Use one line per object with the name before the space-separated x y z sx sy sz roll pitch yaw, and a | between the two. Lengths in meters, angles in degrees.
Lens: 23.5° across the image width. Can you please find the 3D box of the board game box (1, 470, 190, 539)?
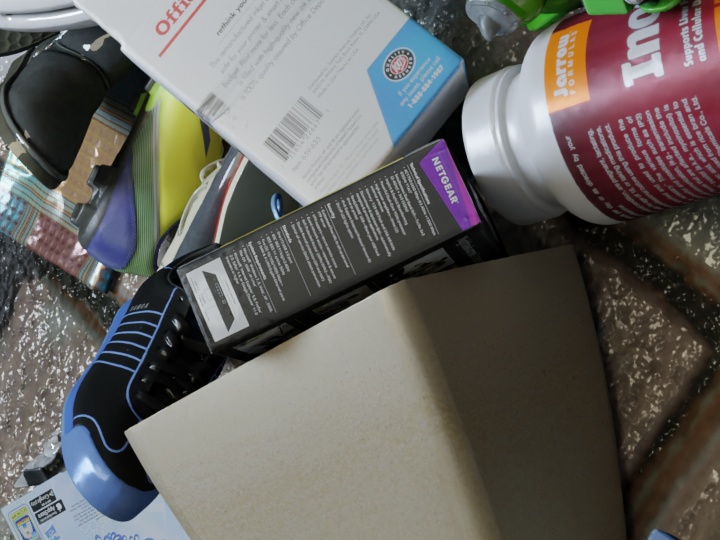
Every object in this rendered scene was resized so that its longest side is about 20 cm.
board game box | -0.109 0.197 1.082 0.199 0.043 0.200 -30 83 32

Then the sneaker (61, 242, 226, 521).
sneaker | -0.115 0.055 0.997 0.078 0.070 0.201 -41 23 27

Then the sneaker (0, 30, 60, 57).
sneaker | -0.235 -0.249 1.220 0.146 0.077 0.202 36 75 32

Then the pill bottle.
pill bottle | 0.156 -0.089 0.895 0.199 0.112 0.114 -17 74 35

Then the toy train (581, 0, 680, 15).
toy train | 0.169 -0.192 0.873 0.056 0.200 0.042 4 131 40

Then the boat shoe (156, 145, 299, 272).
boat shoe | -0.085 -0.035 1.113 0.062 0.071 0.201 38 112 38

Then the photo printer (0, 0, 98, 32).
photo printer | -0.164 -0.238 1.091 0.165 0.070 0.202 -4 55 27

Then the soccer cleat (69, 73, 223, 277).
soccer cleat | -0.117 -0.088 1.155 0.201 0.083 0.065 -61 16 -2

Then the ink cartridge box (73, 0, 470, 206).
ink cartridge box | -0.050 -0.126 0.971 0.200 0.067 0.116 40 90 11

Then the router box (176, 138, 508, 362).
router box | 0.000 0.000 0.926 0.148 0.200 0.051 -25 80 5

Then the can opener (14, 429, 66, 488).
can opener | -0.155 0.133 1.165 0.199 0.053 0.067 -15 110 38

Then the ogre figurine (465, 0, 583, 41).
ogre figurine | 0.102 -0.196 0.924 0.098 0.199 0.121 -16 95 37

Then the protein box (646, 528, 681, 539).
protein box | 0.174 0.259 0.773 0.198 0.135 0.201 31 90 25

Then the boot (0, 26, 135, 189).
boot | -0.145 -0.159 1.120 0.199 0.073 0.182 -33 32 13

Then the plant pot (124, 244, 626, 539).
plant pot | 0.030 0.115 0.929 0.199 0.199 0.178 -29 79 32

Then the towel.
towel | -0.197 -0.103 1.238 0.146 0.022 0.202 27 101 38

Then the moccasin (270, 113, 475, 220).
moccasin | -0.015 -0.033 1.053 0.200 0.068 0.081 -48 58 24
